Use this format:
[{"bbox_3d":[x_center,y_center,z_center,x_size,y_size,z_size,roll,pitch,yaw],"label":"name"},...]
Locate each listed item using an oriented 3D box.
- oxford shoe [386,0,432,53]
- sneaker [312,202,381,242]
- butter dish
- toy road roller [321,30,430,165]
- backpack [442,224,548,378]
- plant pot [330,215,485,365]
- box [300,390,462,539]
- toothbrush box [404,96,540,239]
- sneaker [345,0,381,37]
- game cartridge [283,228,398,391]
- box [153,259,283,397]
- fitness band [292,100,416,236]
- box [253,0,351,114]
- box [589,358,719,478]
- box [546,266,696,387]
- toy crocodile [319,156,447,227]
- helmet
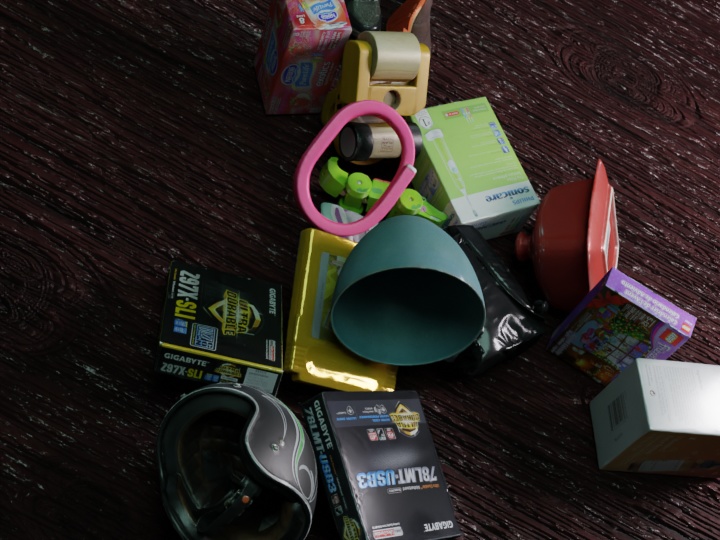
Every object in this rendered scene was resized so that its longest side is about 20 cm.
[{"bbox_3d":[0.083,-0.382,1.954,0.073,0.071,0.202,45,49,-25],"label":"oxford shoe"},{"bbox_3d":[0.000,0.000,1.685,0.137,0.078,0.203,11,59,-12],"label":"sneaker"},{"bbox_3d":[0.300,-0.033,1.772,0.145,0.201,0.202,2,48,18],"label":"butter dish"},{"bbox_3d":[0.011,-0.257,1.772,0.121,0.204,0.146,-5,21,-32],"label":"toy road roller"},{"bbox_3d":[0.148,0.041,1.686,0.165,0.127,0.202,-17,68,-40],"label":"backpack"},{"bbox_3d":[0.061,0.009,1.555,0.197,0.201,0.136,11,49,-13],"label":"plant pot"},{"bbox_3d":[0.029,0.253,1.509,0.198,0.049,0.201,8,57,-50],"label":"box"},{"bbox_3d":[0.159,-0.149,1.822,0.144,0.086,0.202,-15,66,-26],"label":"toothbrush box"},{"bbox_3d":[0.004,-0.477,1.941,0.075,0.115,0.203,4,62,-15],"label":"sneaker"},{"bbox_3d":[-0.016,0.063,1.607,0.174,0.032,0.204,16,72,-34],"label":"game cartridge"},{"bbox_3d":[-0.180,0.072,1.549,0.157,0.050,0.201,12,30,-10],"label":"box"},{"bbox_3d":[-0.006,-0.141,1.668,0.143,0.037,0.201,40,80,-13],"label":"fitness band"},{"bbox_3d":[-0.089,-0.329,1.768,0.094,0.201,0.101,-5,62,-20],"label":"box"},{"bbox_3d":[0.446,0.210,1.677,0.196,0.153,0.108,6,58,-15],"label":"box"},{"bbox_3d":[0.363,0.090,1.687,0.135,0.201,0.039,31,56,1],"label":"box"},{"bbox_3d":[0.032,-0.105,1.759,0.197,0.068,0.062,19,52,-3],"label":"toy crocodile"},{"bbox_3d":[-0.146,0.235,1.432,0.196,0.203,0.192,2,34,-18],"label":"helmet"}]
